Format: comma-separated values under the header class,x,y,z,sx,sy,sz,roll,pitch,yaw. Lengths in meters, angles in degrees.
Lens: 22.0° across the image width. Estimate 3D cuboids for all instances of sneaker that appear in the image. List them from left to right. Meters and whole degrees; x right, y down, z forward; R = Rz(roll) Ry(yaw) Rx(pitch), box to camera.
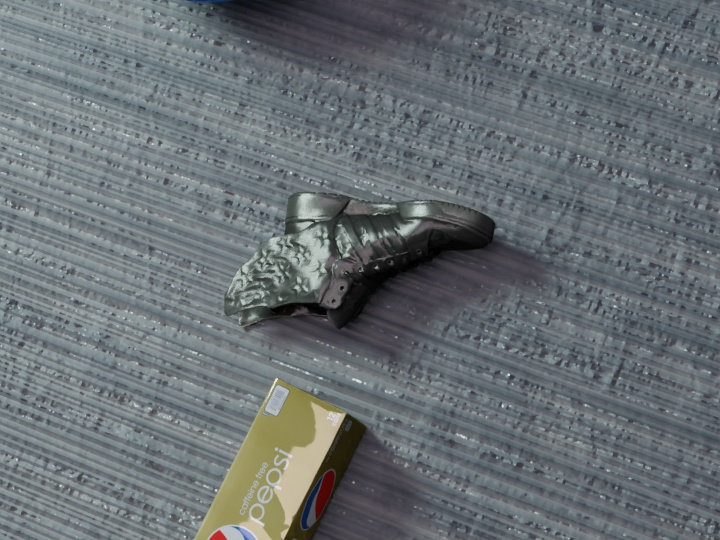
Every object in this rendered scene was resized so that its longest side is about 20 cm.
class,x,y,z,sx,sy,sz,roll,pitch,yaw
sneaker,-0.001,-0.001,1.390,0.199,0.060,0.105,6,77,21

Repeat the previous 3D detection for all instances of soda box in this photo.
class,x,y,z,sx,sy,sz,roll,pitch,yaw
soda box,-0.072,0.185,1.356,0.064,0.068,0.201,25,84,18

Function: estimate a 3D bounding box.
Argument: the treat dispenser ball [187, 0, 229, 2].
class,x,y,z,sx,sy,sz,roll,pitch,yaw
treat dispenser ball,-0.118,-0.307,1.418,0.200,0.201,0.202,-3,76,13
